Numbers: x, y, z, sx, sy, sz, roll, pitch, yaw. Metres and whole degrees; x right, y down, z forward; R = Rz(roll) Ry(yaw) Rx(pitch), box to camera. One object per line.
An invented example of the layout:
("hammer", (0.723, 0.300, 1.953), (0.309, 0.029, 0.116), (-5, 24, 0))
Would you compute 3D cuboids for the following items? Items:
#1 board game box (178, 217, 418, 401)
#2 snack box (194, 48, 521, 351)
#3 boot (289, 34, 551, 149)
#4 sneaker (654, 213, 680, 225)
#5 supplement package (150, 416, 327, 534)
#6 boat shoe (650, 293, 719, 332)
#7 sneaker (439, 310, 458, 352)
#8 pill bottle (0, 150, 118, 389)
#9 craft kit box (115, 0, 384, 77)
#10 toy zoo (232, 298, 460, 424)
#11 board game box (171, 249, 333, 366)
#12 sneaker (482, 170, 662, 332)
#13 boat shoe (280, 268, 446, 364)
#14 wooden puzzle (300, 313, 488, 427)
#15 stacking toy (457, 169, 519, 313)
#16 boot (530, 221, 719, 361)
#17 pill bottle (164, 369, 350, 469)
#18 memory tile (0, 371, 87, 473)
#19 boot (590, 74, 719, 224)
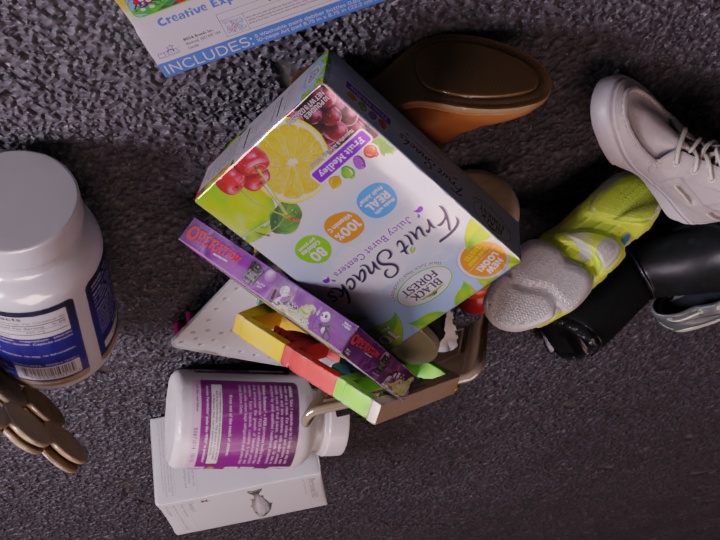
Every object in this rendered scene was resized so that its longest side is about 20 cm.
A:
("board game box", (-0.052, 0.031, 0.752), (0.032, 0.200, 0.120), (-56, 145, -3))
("snack box", (0.001, -0.043, 0.675), (0.200, 0.053, 0.142), (39, 124, -23))
("boot", (0.046, -0.104, 0.725), (0.199, 0.074, 0.155), (-2, 147, 5))
("sneaker", (0.378, -0.069, 0.907), (0.115, 0.076, 0.200), (-9, 159, -15))
("supplement package", (-0.151, 0.242, 1.150), (0.199, 0.118, 0.117), (-11, 146, -4))
("boat shoe", (0.425, 0.015, 1.044), (0.200, 0.073, 0.062), (-29, 149, 33))
("sneaker", (0.039, 0.009, 0.876), (0.080, 0.077, 0.200), (-23, 128, 4))
("pill bottle", (-0.262, 0.004, 0.738), (0.115, 0.116, 0.200), (-5, 147, -12))
("craft kit box", (-0.068, -0.219, 0.527), (0.199, 0.049, 0.198), (-17, 150, 7))
("toy zoo", (-0.024, 0.069, 0.833), (0.131, 0.200, 0.021), (-9, 121, -54))
("board game box", (-0.063, 0.037, 0.946), (0.199, 0.026, 0.200), (14, 139, -36))
("sneaker", (0.201, -0.012, 0.874), (0.200, 0.076, 0.105), (-38, 174, 1))
("boat shoe", (-0.002, 0.001, 0.787), (0.201, 0.063, 0.074), (40, 140, -24))
("wooden puzzle", (0.045, 0.109, 0.980), (0.199, 0.037, 0.185), (-19, -172, 13))
("stacking toy", (0.112, -0.014, 0.889), (0.085, 0.086, 0.200), (-15, 154, 3))
("boot", (0.262, 0.020, 0.873), (0.162, 0.074, 0.198), (-37, -162, -19))
("pill bottle", (-0.118, 0.171, 1.045), (0.199, 0.113, 0.112), (4, 145, -17))
("memory tile", (-0.321, 0.089, 0.789), (0.017, 0.200, 0.153), (-46, 146, -3))
("boot", (0.277, -0.100, 0.762), (0.095, 0.074, 0.200), (5, 161, 47))
